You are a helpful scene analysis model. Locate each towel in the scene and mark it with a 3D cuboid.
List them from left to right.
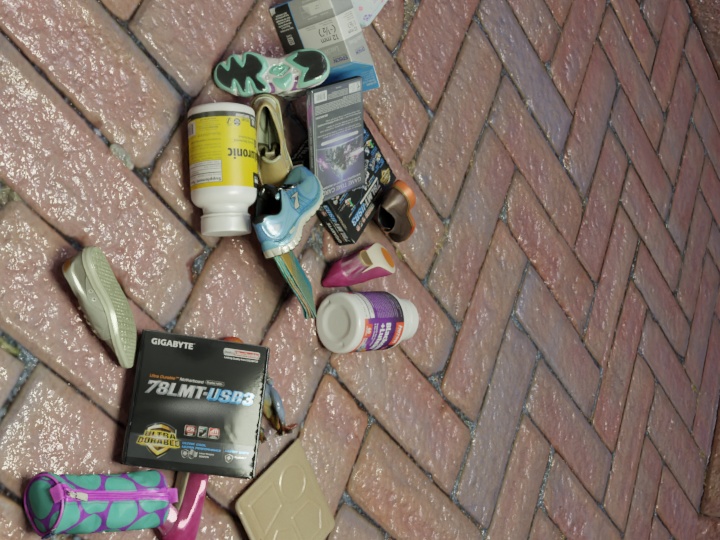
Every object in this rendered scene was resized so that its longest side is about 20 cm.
[{"bbox_3d":[-0.133,-0.024,1.609,0.201,0.021,0.147,62,5,-22],"label":"towel"}]

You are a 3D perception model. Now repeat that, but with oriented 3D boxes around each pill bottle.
[{"bbox_3d":[-0.220,-0.160,1.509,0.111,0.110,0.203,1,85,-50],"label":"pill bottle"},{"bbox_3d":[0.019,0.095,1.766,0.199,0.110,0.113,0,85,-50],"label":"pill bottle"}]

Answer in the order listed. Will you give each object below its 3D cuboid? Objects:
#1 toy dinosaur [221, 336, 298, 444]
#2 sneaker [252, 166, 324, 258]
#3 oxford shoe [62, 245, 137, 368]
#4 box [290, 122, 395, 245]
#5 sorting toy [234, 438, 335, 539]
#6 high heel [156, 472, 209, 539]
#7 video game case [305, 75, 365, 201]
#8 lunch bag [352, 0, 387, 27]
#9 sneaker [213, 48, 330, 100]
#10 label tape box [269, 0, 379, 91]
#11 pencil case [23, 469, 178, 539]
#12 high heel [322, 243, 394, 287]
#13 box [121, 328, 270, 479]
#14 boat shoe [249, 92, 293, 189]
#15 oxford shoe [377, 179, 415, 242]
[{"bbox_3d":[-0.186,0.199,1.561,0.200,0.104,0.184,67,4,-84],"label":"toy dinosaur"},{"bbox_3d":[-0.120,-0.113,1.512,0.090,0.078,0.201,59,31,-30],"label":"sneaker"},{"bbox_3d":[-0.371,0.055,1.345,0.076,0.057,0.202,-92,168,-57],"label":"oxford shoe"},{"bbox_3d":[-0.030,-0.188,1.780,0.199,0.049,0.201,58,47,-31],"label":"box"},{"bbox_3d":[-0.130,0.419,1.607,0.200,0.036,0.187,-43,118,-49],"label":"sorting toy"},{"bbox_3d":[-0.242,0.331,1.445,0.096,0.067,0.201,50,55,-21],"label":"high heel"},{"bbox_3d":[-0.042,-0.234,1.669,0.142,0.019,0.203,-27,124,-47],"label":"video game case"},{"bbox_3d":[-0.015,-0.593,1.807,0.169,0.126,0.202,31,68,-41],"label":"lunch bag"},{"bbox_3d":[-0.153,-0.328,1.634,0.140,0.197,0.079,139,-52,-84],"label":"sneaker"},{"bbox_3d":[-0.065,-0.406,1.704,0.066,0.142,0.202,-37,113,-46],"label":"label tape box"},{"bbox_3d":[-0.357,0.320,1.294,0.199,0.092,0.086,12,59,-51],"label":"pencil case"},{"bbox_3d":[0.000,0.000,1.811,0.068,0.095,0.200,61,20,4],"label":"high heel"},{"bbox_3d":[-0.245,0.201,1.405,0.197,0.050,0.201,10,77,-14],"label":"box"},{"bbox_3d":[-0.153,-0.191,1.573,0.076,0.071,0.202,-108,-173,-64],"label":"boat shoe"},{"bbox_3d":[0.062,-0.102,1.838,0.073,0.071,0.201,-44,159,-17],"label":"oxford shoe"}]
